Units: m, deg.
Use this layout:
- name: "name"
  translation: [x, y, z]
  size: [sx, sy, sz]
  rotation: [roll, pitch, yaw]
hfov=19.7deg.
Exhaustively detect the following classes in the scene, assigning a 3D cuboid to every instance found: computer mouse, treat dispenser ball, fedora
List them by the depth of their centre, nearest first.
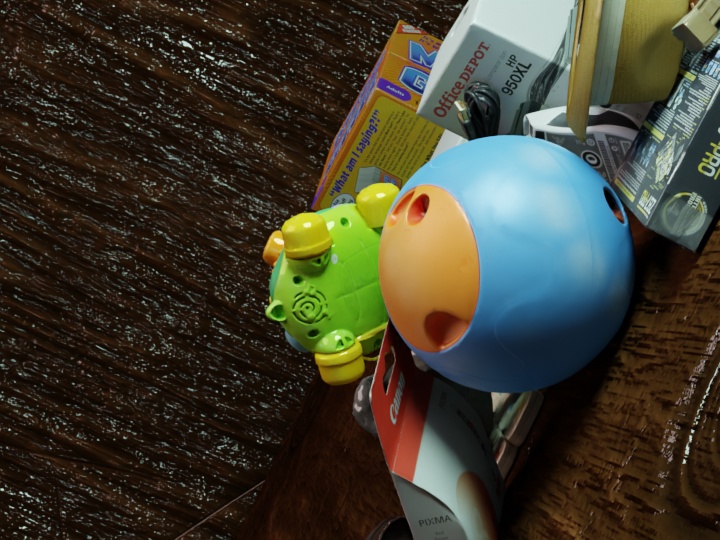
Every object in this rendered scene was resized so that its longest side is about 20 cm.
- name: "fedora"
  translation: [0.208, -0.194, 1.596]
  size: [0.201, 0.082, 0.201]
  rotation: [7, -90, -87]
- name: "treat dispenser ball"
  translation: [0.113, -0.005, 1.616]
  size: [0.201, 0.201, 0.201]
  rotation: [-63, 5, 11]
- name: "computer mouse"
  translation: [0.176, -0.109, 1.751]
  size: [0.044, 0.200, 0.110]
  rotation: [-53, -43, -33]

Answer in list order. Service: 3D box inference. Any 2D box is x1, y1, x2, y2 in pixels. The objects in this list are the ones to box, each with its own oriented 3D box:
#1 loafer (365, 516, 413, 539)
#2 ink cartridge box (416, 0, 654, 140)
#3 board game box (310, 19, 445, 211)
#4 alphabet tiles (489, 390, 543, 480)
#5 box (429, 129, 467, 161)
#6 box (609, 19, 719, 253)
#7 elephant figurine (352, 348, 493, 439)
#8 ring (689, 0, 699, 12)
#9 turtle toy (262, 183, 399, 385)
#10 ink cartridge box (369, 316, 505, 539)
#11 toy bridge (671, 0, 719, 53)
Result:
- name: "loafer"
  translation: [0.034, 0.288, 1.793]
  size: [0.071, 0.073, 0.200]
  rotation: [-46, 21, 40]
- name: "ink cartridge box"
  translation: [0.168, -0.159, 1.809]
  size: [0.145, 0.200, 0.084]
  rotation: [-58, 8, 54]
- name: "board game box"
  translation: [0.081, -0.158, 2.655]
  size: [0.200, 0.200, 0.200]
  rotation: [-60, 7, 33]
- name: "alphabet tiles"
  translation: [0.125, 0.137, 1.855]
  size: [0.196, 0.015, 0.200]
  rotation: [-63, 5, 5]
- name: "box"
  translation: [0.158, -0.127, 2.148]
  size: [0.200, 0.131, 0.199]
  rotation: [-64, 5, 5]
- name: "box"
  translation: [0.254, -0.109, 1.562]
  size: [0.161, 0.049, 0.200]
  rotation: [-61, 6, 8]
- name: "elephant figurine"
  translation: [0.079, 0.061, 1.805]
  size: [0.141, 0.155, 0.200]
  rotation: [-23, -42, -61]
- name: "ring"
  translation: [0.271, -0.259, 1.714]
  size: [0.200, 0.019, 0.200]
  rotation: [-29, 26, 16]
- name: "turtle toy"
  translation: [0.000, 0.000, 1.720]
  size: [0.200, 0.146, 0.101]
  rotation: [-24, 18, -31]
- name: "ink cartridge box"
  translation: [0.064, 0.138, 1.640]
  size: [0.162, 0.050, 0.200]
  rotation: [-74, -29, -61]
- name: "toy bridge"
  translation: [0.304, -0.241, 1.550]
  size: [0.200, 0.027, 0.067]
  rotation: [-48, 3, -8]
